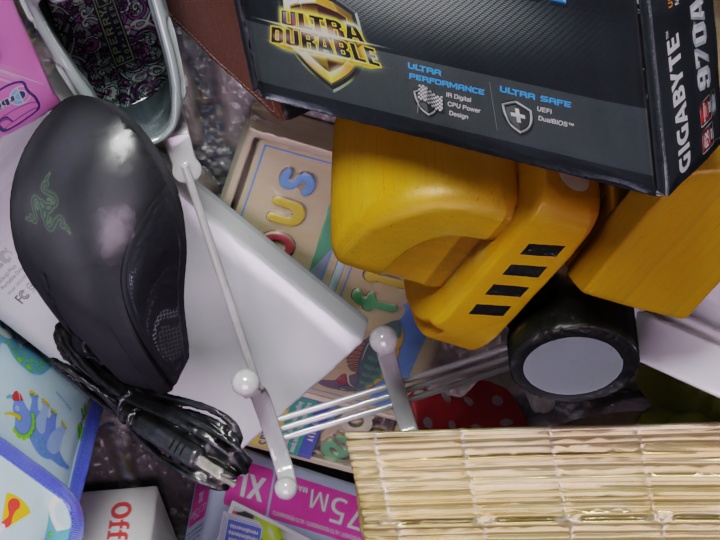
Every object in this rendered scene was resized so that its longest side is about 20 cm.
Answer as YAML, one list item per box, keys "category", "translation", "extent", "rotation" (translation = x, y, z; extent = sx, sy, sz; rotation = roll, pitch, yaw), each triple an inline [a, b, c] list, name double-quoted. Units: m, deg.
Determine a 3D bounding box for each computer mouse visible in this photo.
- category: "computer mouse"
  translation: [-0.118, 0.012, 0.978]
  extent: [0.138, 0.053, 0.200]
  rotation: [32, 143, 34]

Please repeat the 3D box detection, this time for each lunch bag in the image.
- category: "lunch bag"
  translation: [-0.231, 0.099, 1.062]
  extent: [0.127, 0.200, 0.170]
  rotation: [-35, 117, 30]

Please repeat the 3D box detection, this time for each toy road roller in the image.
- category: "toy road roller"
  translation: [0.074, -0.046, 0.882]
  extent: [0.146, 0.123, 0.200]
  rotation: [16, 139, -21]

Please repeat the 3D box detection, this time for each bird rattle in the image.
- category: "bird rattle"
  translation: [0.125, 0.098, 1.077]
  extent: [0.199, 0.163, 0.113]
  rotation: [-2, 109, -9]

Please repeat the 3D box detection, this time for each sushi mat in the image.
- category: "sushi mat"
  translation: [0.095, 0.117, 0.998]
  extent: [0.199, 0.012, 0.096]
  rotation: [-2, 105, 12]

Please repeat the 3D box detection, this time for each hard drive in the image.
- category: "hard drive"
  translation: [-0.113, 0.006, 1.072]
  extent: [0.200, 0.027, 0.132]
  rotation: [39, 122, -14]

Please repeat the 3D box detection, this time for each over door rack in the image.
- category: "over door rack"
  translation: [0.000, 0.000, 1.010]
  extent: [0.147, 0.067, 0.201]
  rotation: [-17, 106, -2]

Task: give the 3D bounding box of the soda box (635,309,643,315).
- category: "soda box"
  translation: [0.188, -0.013, 1.043]
  extent: [0.199, 0.064, 0.068]
  rotation: [-2, 126, 5]

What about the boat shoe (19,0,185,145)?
- category: "boat shoe"
  translation: [-0.121, -0.140, 0.928]
  extent: [0.070, 0.072, 0.201]
  rotation: [-25, 128, -4]

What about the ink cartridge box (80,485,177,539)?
- category: "ink cartridge box"
  translation: [-0.203, 0.201, 1.171]
  extent: [0.199, 0.147, 0.083]
  rotation: [-6, 129, 7]

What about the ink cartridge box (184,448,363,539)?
- category: "ink cartridge box"
  translation: [-0.044, 0.202, 1.129]
  extent: [0.119, 0.201, 0.042]
  rotation: [19, 153, -18]

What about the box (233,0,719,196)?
- category: "box"
  translation: [0.034, -0.123, 0.782]
  extent: [0.200, 0.046, 0.159]
  rotation: [18, 132, 36]

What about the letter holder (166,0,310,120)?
- category: "letter holder"
  translation: [-0.045, -0.191, 0.915]
  extent: [0.100, 0.142, 0.200]
  rotation: [-27, 126, -16]

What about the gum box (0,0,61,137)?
- category: "gum box"
  translation: [-0.245, -0.082, 0.923]
  extent: [0.200, 0.066, 0.114]
  rotation: [-29, 140, -10]

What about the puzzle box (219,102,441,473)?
- category: "puzzle box"
  translation: [-0.021, 0.015, 1.100]
  extent: [0.133, 0.025, 0.200]
  rotation: [15, 126, -7]

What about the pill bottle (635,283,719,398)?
- category: "pill bottle"
  translation: [0.194, -0.038, 0.945]
  extent: [0.108, 0.109, 0.201]
  rotation: [24, 91, -14]
